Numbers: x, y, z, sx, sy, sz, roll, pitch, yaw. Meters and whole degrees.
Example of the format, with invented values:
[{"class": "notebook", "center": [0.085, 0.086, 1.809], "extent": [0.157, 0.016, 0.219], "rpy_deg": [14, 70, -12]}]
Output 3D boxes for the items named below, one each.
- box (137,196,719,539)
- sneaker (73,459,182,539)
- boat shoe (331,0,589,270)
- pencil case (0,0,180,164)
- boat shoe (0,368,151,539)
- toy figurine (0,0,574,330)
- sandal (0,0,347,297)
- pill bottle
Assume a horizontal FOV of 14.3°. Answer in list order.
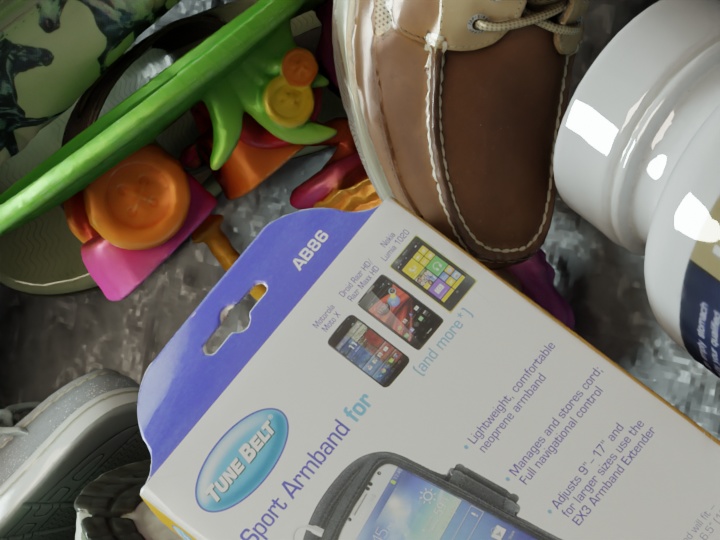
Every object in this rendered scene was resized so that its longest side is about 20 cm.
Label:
[{"class": "box", "center": [0.031, 0.070, 0.849], "extent": [0.200, 0.041, 0.119], "rpy_deg": [37, 80, 18]}, {"class": "sneaker", "center": [-0.026, 0.154, 1.009], "extent": [0.200, 0.077, 0.089], "rpy_deg": [44, 142, 28]}, {"class": "boat shoe", "center": [0.038, -0.098, 0.881], "extent": [0.072, 0.076, 0.200], "rpy_deg": [5, 102, 53]}, {"class": "pencil case", "center": [-0.100, -0.107, 1.008], "extent": [0.200, 0.089, 0.078], "rpy_deg": [-41, 102, -5]}, {"class": "boat shoe", "center": [-0.152, 0.095, 1.085], "extent": [0.202, 0.074, 0.065], "rpy_deg": [-44, 68, 33]}, {"class": "toy figurine", "center": [0.000, 0.000, 0.956], "extent": [0.200, 0.150, 0.184], "rpy_deg": [-39, 97, -11]}, {"class": "sandal", "center": [-0.069, -0.057, 1.042], "extent": [0.201, 0.057, 0.080], "rpy_deg": [-30, 73, 29]}, {"class": "pill bottle", "center": [0.155, 0.000, 0.847], "extent": [0.200, 0.111, 0.111], "rpy_deg": [38, 108, 31]}]
